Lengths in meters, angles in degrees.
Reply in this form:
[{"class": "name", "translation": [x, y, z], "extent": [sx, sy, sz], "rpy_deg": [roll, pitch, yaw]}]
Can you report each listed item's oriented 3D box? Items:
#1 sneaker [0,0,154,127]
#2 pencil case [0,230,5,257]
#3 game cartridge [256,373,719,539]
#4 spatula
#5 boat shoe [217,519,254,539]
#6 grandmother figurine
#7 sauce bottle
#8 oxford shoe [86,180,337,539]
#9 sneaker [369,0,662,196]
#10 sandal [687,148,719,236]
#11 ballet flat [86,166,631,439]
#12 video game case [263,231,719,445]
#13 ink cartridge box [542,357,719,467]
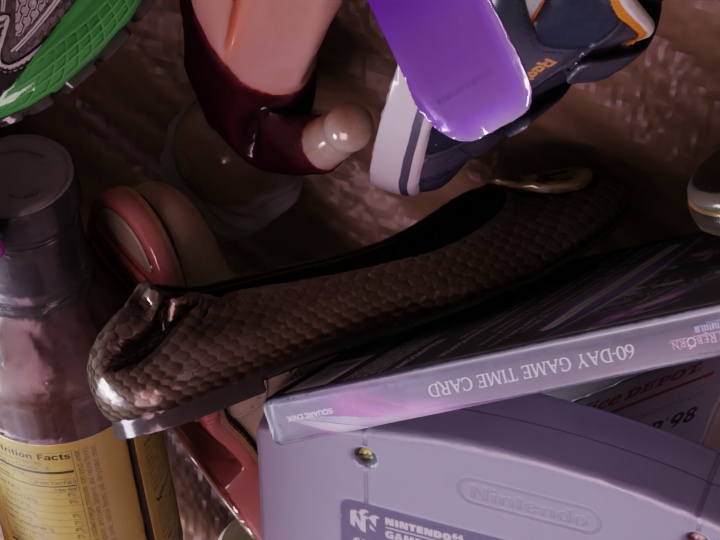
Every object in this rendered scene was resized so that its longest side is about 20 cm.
[{"class": "sneaker", "translation": [-0.094, -0.137, 0.887], "extent": [0.085, 0.201, 0.078], "rpy_deg": [21, 178, -32]}, {"class": "pencil case", "translation": [-0.187, -0.069, 0.909], "extent": [0.201, 0.085, 0.092], "rpy_deg": [61, 159, 4]}, {"class": "game cartridge", "translation": [0.061, 0.102, 1.034], "extent": [0.199, 0.041, 0.134], "rpy_deg": [14, 137, 15]}, {"class": "spatula", "translation": [0.009, -0.135, 0.873], "extent": [0.056, 0.020, 0.201], "rpy_deg": [-29, 71, 58]}, {"class": "boat shoe", "translation": [0.007, 0.179, 1.209], "extent": [0.201, 0.074, 0.063], "rpy_deg": [42, 134, -15]}, {"class": "grandmother figurine", "translation": [-0.037, -0.079, 0.985], "extent": [0.060, 0.122, 0.200], "rpy_deg": [-12, 150, -16]}, {"class": "sauce bottle", "translation": [-0.100, 0.041, 1.009], "extent": [0.064, 0.065, 0.201], "rpy_deg": [12, 135, 18]}, {"class": "oxford shoe", "translation": [-0.042, 0.020, 1.061], "extent": [0.071, 0.074, 0.200], "rpy_deg": [50, 169, 31]}, {"class": "sneaker", "translation": [0.056, -0.085, 0.932], "extent": [0.079, 0.079, 0.200], "rpy_deg": [18, 143, -1]}, {"class": "sandal", "translation": [0.182, -0.063, 0.890], "extent": [0.199, 0.080, 0.054], "rpy_deg": [-21, 102, 39]}, {"class": "ballet flat", "translation": [0.000, 0.000, 0.981], "extent": [0.047, 0.199, 0.067], "rpy_deg": [70, 160, -5]}, {"class": "video game case", "translation": [0.086, 0.011, 0.953], "extent": [0.199, 0.143, 0.019], "rpy_deg": [-12, 99, 32]}, {"class": "ink cartridge box", "translation": [0.124, 0.097, 1.073], "extent": [0.116, 0.067, 0.200], "rpy_deg": [-26, 114, 42]}]
